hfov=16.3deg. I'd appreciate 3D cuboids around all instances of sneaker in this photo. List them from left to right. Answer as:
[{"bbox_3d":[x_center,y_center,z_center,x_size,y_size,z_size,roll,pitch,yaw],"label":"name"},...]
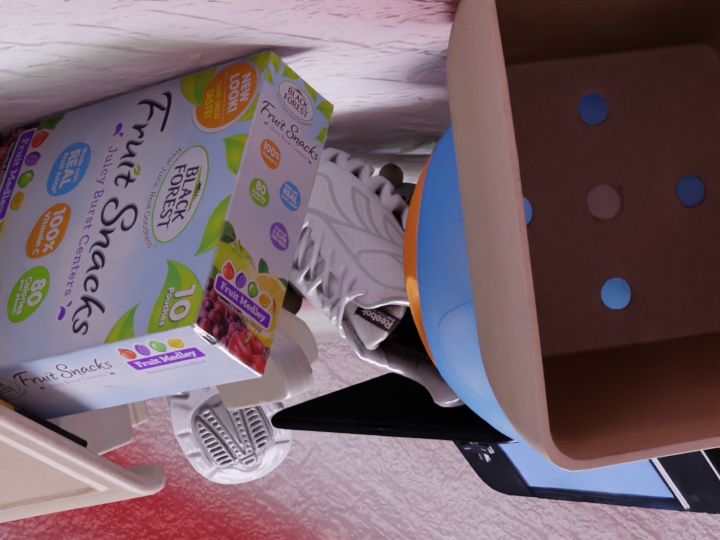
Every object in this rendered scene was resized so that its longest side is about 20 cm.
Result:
[{"bbox_3d":[-0.106,0.024,1.437,0.078,0.201,0.099,-21,-154,-3],"label":"sneaker"},{"bbox_3d":[0.000,0.000,1.336,0.081,0.200,0.075,-43,163,-52],"label":"sneaker"}]

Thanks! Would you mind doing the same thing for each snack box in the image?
[{"bbox_3d":[-0.115,-0.009,1.131,0.199,0.143,0.053,-12,143,39],"label":"snack box"}]

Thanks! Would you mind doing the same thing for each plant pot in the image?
[{"bbox_3d":[0.132,-0.034,1.041,0.199,0.201,0.177,-7,-179,-14],"label":"plant pot"}]

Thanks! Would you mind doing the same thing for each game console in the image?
[{"bbox_3d":[0.083,0.106,1.408,0.200,0.176,0.117,1,-134,46],"label":"game console"}]

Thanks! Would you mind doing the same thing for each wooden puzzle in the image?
[{"bbox_3d":[-0.216,0.073,1.137,0.185,0.037,0.200,-14,150,41],"label":"wooden puzzle"}]

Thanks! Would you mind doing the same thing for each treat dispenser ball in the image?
[{"bbox_3d":[0.121,-0.007,1.233,0.200,0.202,0.201,-9,175,-1],"label":"treat dispenser ball"}]

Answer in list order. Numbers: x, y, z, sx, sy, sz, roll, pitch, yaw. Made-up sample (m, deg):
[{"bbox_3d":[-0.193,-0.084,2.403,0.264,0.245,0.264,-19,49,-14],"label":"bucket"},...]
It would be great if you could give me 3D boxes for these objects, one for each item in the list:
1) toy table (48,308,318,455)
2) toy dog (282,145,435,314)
[{"bbox_3d":[-0.105,0.020,1.277,0.183,0.118,0.200,-21,-176,-31],"label":"toy table"},{"bbox_3d":[-0.012,-0.036,1.477,0.131,0.097,0.200,-15,-171,1],"label":"toy dog"}]
